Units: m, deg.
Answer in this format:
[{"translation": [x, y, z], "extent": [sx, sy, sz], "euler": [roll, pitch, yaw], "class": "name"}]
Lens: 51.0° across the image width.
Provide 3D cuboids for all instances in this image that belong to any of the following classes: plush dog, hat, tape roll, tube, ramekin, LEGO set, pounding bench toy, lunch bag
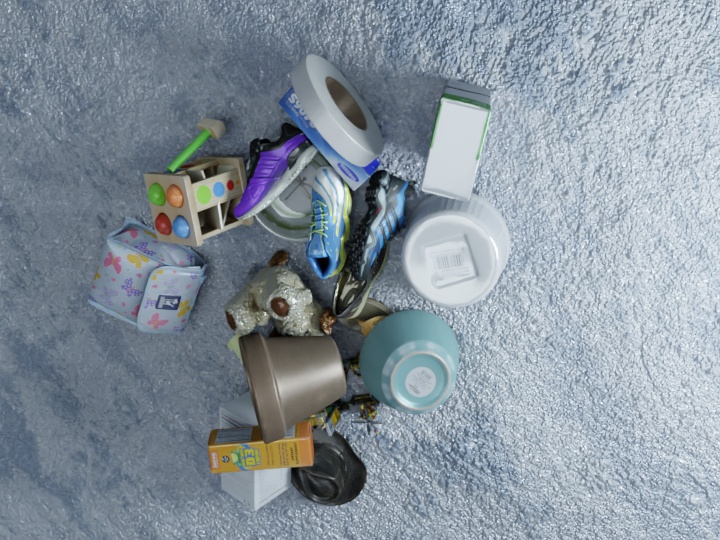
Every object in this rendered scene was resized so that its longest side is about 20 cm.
[{"translation": [-0.138, 0.073, 1.461], "extent": [0.198, 0.162, 0.172], "euler": [-18, 124, 38], "class": "plush dog"}, {"translation": [-0.089, 0.435, 1.597], "extent": [0.197, 0.081, 0.204], "euler": [5, 112, 13], "class": "hat"}, {"translation": [-0.036, -0.267, 1.254], "extent": [0.037, 0.203, 0.204], "euler": [-33, 100, 24], "class": "tape roll"}, {"translation": [-0.191, 0.212, 1.527], "extent": [0.201, 0.058, 0.052], "euler": [51, 139, 12], "class": "tube"}, {"translation": [0.165, -0.033, 1.346], "extent": [0.197, 0.098, 0.204], "euler": [5, 111, 12], "class": "ramekin"}, {"translation": [-0.052, 0.254, 1.499], "extent": [0.196, 0.116, 0.156], "euler": [-4, 109, 15], "class": "LEGO set"}, {"translation": [-0.305, -0.163, 1.365], "extent": [0.123, 0.155, 0.204], "euler": [9, 115, 40], "class": "pounding bench toy"}, {"translation": [-0.420, 0.022, 1.505], "extent": [0.198, 0.128, 0.171], "euler": [26, 117, -4], "class": "lunch bag"}]

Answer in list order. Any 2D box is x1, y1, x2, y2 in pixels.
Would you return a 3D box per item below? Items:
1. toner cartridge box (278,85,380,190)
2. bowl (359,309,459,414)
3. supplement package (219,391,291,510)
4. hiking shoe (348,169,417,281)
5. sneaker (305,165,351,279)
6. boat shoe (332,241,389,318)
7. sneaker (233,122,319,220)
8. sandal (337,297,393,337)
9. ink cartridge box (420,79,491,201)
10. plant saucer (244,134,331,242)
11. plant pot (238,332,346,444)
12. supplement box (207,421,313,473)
[{"translation": [-0.052, -0.240, 1.326], "extent": [0.043, 0.095, 0.201], "euler": [-38, 97, 24], "class": "toner cartridge box"}, {"translation": [0.101, 0.185, 1.405], "extent": [0.197, 0.105, 0.205], "euler": [-2, 105, -7], "class": "bowl"}, {"translation": [-0.217, 0.368, 1.572], "extent": [0.108, 0.113, 0.204], "euler": [19, 116, 35], "class": "supplement package"}, {"translation": [0.040, -0.073, 1.344], "extent": [0.085, 0.074, 0.203], "euler": [15, 96, -20], "class": "hiking shoe"}, {"translation": [-0.057, -0.077, 1.327], "extent": [0.074, 0.105, 0.203], "euler": [0, 113, 11], "class": "sneaker"}, {"translation": [0.000, 0.000, 1.404], "extent": [0.072, 0.065, 0.203], "euler": [20, 101, 13], "class": "boat shoe"}, {"translation": [-0.169, -0.182, 1.341], "extent": [0.200, 0.070, 0.100], "euler": [-43, 94, 17], "class": "sneaker"}, {"translation": [0.043, 0.119, 1.458], "extent": [0.198, 0.054, 0.081], "euler": [33, 115, 0], "class": "sandal"}, {"translation": [0.158, -0.217, 1.224], "extent": [0.083, 0.200, 0.148], "euler": [14, 114, 5], "class": "ink cartridge box"}, {"translation": [-0.117, -0.155, 1.399], "extent": [0.196, 0.050, 0.204], "euler": [5, 111, 13], "class": "plant saucer"}, {"translation": [-0.121, 0.201, 1.399], "extent": [0.172, 0.200, 0.204], "euler": [-13, 109, -12], "class": "plant pot"}, {"translation": [-0.190, 0.340, 1.445], "extent": [0.196, 0.069, 0.068], "euler": [-5, 109, 1], "class": "supplement box"}]
